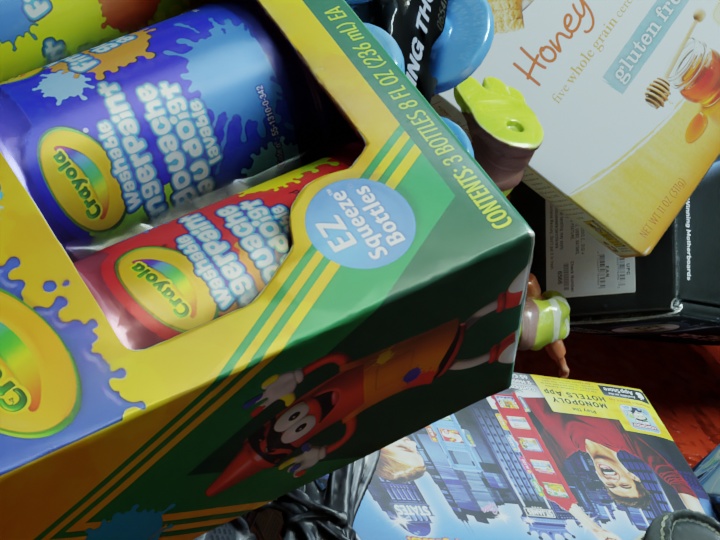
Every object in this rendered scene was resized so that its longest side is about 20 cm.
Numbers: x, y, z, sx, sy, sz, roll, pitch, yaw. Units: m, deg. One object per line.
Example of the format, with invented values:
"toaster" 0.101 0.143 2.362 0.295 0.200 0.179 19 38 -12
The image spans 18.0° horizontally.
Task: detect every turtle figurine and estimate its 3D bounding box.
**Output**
"turtle figurine" 0.000 0.000 0.870 0.198 0.162 0.065 10 42 -9

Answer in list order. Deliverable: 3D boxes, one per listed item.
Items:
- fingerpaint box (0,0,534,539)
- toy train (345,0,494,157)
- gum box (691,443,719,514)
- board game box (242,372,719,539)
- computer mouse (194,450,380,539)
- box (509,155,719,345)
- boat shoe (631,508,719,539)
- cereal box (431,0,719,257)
"fingerpaint box" -0.076 -0.026 0.631 0.166 0.074 0.200 -23 56 -21
"toy train" -0.025 -0.044 0.759 0.087 0.113 0.201 47 47 -50
"gum box" 0.211 0.045 0.857 0.045 0.170 0.200 49 -5 2
"board game box" 0.049 0.117 0.808 0.199 0.062 0.200 9 34 -28
"computer mouse" -0.094 0.085 0.735 0.198 0.053 0.139 8 48 -8
"box" 0.143 -0.071 1.011 0.086 0.202 0.163 -5 -8 37
"boat shoe" 0.151 0.141 0.707 0.071 0.068 0.200 12 30 -37
"cereal box" 0.071 -0.121 0.890 0.199 0.144 0.040 36 -6 -9
